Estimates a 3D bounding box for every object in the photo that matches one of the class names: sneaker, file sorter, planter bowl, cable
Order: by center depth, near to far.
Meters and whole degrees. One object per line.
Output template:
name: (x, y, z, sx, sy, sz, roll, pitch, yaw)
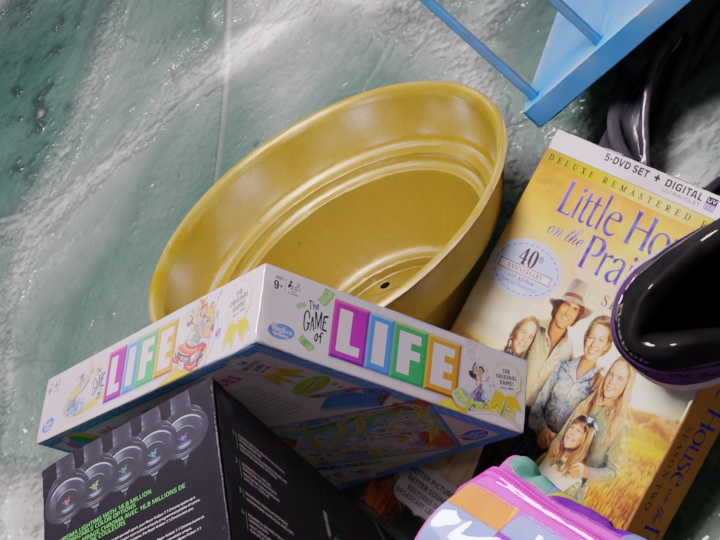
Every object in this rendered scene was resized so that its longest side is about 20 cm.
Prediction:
sneaker: (0.186, -0.013, 0.613, 0.200, 0.088, 0.076, -31, 81, 8)
cable: (0.193, -0.084, 0.786, 0.163, 0.051, 0.200, 14, 64, 39)
file sorter: (0.123, -0.199, 0.798, 0.200, 0.123, 0.139, -40, 17, 37)
planter bowl: (0.000, 0.000, 0.827, 0.200, 0.084, 0.201, -24, 33, 17)

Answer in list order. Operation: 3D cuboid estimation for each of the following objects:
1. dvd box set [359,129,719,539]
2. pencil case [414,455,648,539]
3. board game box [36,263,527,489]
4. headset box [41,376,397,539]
dvd box set: (0.094, 0.049, 0.726, 0.146, 0.029, 0.201, 32, 94, 48)
pencil case: (0.109, 0.142, 0.605, 0.200, 0.088, 0.089, 27, 75, 33)
board game box: (-0.040, 0.060, 0.736, 0.200, 0.134, 0.034, -25, 51, 51)
headset box: (-0.039, 0.167, 0.665, 0.093, 0.174, 0.200, -29, 44, 17)
